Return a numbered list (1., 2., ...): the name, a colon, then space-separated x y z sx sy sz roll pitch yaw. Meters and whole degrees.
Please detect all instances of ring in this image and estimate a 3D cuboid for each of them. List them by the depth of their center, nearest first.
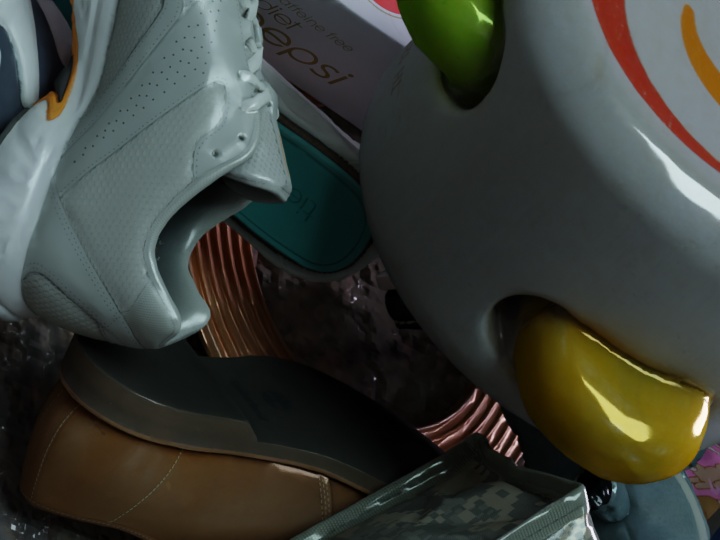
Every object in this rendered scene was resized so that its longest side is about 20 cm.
1. ring: 0.000 0.000 1.134 0.200 0.019 0.201 21 59 -40

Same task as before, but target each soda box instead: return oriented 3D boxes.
1. soda box: -0.031 -0.127 1.091 0.200 0.064 0.068 33 58 -32

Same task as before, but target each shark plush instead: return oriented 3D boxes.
1. shark plush: 0.083 0.094 1.031 0.083 0.091 0.200 60 17 -46

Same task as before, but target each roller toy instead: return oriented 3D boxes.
1. roller toy: 0.099 -0.033 1.016 0.182 0.140 0.200 -14 67 -44

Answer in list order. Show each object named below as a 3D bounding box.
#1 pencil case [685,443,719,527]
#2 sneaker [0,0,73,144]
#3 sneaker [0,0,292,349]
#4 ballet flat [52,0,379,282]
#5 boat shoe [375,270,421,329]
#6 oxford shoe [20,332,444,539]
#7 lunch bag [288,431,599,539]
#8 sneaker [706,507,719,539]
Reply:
1. pencil case: 0.190 0.084 1.170 0.199 0.083 0.087 -15 84 -27
2. sneaker: -0.181 -0.089 0.937 0.199 0.079 0.130 57 33 -26
3. sneaker: -0.053 -0.065 0.966 0.201 0.092 0.076 -68 160 -4
4. ballet flat: -0.068 -0.072 1.054 0.200 0.069 0.069 41 45 -3
5. boat shoe: 0.105 0.016 1.133 0.199 0.076 0.061 -4 94 -11
6. oxford shoe: -0.035 0.074 1.032 0.200 0.071 0.071 18 22 -36
7. lunch bag: 0.004 0.178 0.971 0.200 0.118 0.164 -30 107 -15
8. sneaker: 0.187 0.065 1.078 0.078 0.089 0.201 29 69 -17
